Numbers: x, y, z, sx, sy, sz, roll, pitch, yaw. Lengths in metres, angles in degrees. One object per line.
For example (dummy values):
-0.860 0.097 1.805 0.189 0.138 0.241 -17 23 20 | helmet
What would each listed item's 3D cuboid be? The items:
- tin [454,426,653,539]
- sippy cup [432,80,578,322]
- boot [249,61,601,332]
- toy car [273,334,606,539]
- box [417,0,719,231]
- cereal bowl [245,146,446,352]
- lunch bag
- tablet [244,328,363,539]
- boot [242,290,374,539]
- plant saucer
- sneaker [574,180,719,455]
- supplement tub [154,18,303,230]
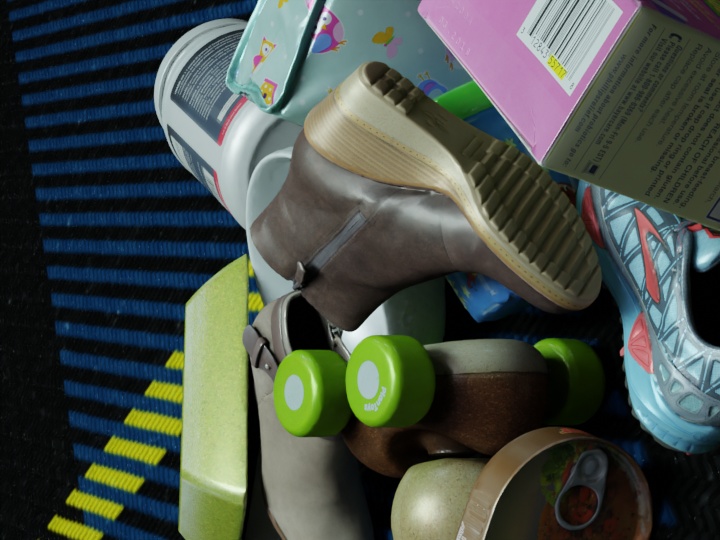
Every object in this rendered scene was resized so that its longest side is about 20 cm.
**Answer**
0.098 0.187 0.995 0.042 0.112 0.200 24 96 58 | tin
0.090 -0.043 1.086 0.178 0.140 0.130 -33 77 43 | sippy cup
0.035 -0.014 1.032 0.200 0.072 0.166 43 135 9 | boot
0.053 0.144 1.059 0.158 0.164 0.200 -15 76 54 | toy car
0.162 -0.113 0.947 0.097 0.200 0.176 -58 34 22 | box
0.000 0.000 1.227 0.200 0.083 0.200 41 141 44 | cereal bowl
0.025 -0.181 1.190 0.200 0.170 0.122 -68 25 6 | lunch bag
-0.046 0.139 1.337 0.130 0.014 0.200 -12 67 55 | tablet
-0.028 0.115 1.189 0.200 0.070 0.146 62 156 18 | boot
-0.115 0.117 1.337 0.200 0.048 0.200 104 166 -63 | plant saucer
0.188 -0.003 0.973 0.096 0.079 0.200 -46 50 48 | sneaker
-0.075 -0.115 1.376 0.200 0.140 0.140 44 113 55 | supplement tub
